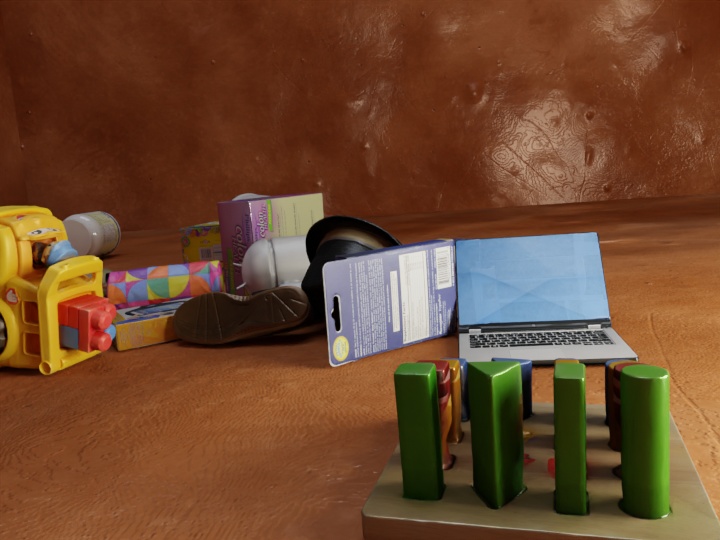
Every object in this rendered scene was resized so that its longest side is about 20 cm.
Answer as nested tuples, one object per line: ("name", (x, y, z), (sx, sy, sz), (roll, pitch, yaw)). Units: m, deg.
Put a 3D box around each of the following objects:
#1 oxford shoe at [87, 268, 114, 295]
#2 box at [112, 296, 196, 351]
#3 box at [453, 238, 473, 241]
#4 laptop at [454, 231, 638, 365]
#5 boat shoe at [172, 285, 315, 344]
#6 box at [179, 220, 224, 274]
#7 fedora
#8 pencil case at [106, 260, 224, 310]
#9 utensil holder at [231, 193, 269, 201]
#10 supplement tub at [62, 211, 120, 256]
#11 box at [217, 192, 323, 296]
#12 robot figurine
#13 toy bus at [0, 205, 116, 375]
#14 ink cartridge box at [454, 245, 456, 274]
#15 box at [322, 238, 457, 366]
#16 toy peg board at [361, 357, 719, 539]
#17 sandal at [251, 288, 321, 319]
("oxford shoe", (-0.553, 0.025, 1.335), (0.073, 0.072, 0.200), (4, 11, 15))
("box", (-0.272, 0.071, 0.990), (0.197, 0.042, 0.118), (-12, 11, -29))
("box", (0.258, -0.050, 1.493), (0.197, 0.033, 0.121), (3, 11, 32))
("laptop", (0.205, 0.028, 0.779), (0.184, 0.118, 0.200), (-3, 9, 9))
("boat shoe", (-0.159, 0.068, 0.916), (0.196, 0.073, 0.072), (-11, -23, 9))
("box", (-0.277, -0.053, 1.525), (0.196, 0.124, 0.193), (-3, 9, 13))
("fedora", (-0.011, 0.020, 0.912), (0.198, 0.202, 0.092), (3, 40, 39))
("pencil case", (-0.323, 0.036, 1.120), (0.196, 0.090, 0.088), (-4, 8, -10))
("utensil holder", (-0.289, -0.136, 1.949), (0.168, 0.173, 0.199), (-10, 13, -33))
("supplement tub", (-0.863, -0.108, 2.098), (0.142, 0.148, 0.200), (-3, 9, 5))
("box", (-0.166, -0.053, 1.291), (0.096, 0.179, 0.199), (3, 12, 38))
("robot figurine", (-0.117, -0.002, 1.136), (0.196, 0.115, 0.170), (-7, 25, -13))
("toy bus", (-0.386, 0.028, 0.835), (0.189, 0.204, 0.135), (8, 13, 21))
("ink cartridge box", (0.145, 0.012, 1.018), (0.197, 0.086, 0.144), (-9, 9, -34))
("box", (0.034, 0.034, 0.801), (0.198, 0.123, 0.032), (-10, 11, -36))
("toy peg board", (0.118, 0.094, 0.450), (0.196, 0.100, 0.199), (-1, 9, 17))
("sandal", (-0.078, 0.055, 1.012), (0.075, 0.049, 0.199), (4, -1, 43))
